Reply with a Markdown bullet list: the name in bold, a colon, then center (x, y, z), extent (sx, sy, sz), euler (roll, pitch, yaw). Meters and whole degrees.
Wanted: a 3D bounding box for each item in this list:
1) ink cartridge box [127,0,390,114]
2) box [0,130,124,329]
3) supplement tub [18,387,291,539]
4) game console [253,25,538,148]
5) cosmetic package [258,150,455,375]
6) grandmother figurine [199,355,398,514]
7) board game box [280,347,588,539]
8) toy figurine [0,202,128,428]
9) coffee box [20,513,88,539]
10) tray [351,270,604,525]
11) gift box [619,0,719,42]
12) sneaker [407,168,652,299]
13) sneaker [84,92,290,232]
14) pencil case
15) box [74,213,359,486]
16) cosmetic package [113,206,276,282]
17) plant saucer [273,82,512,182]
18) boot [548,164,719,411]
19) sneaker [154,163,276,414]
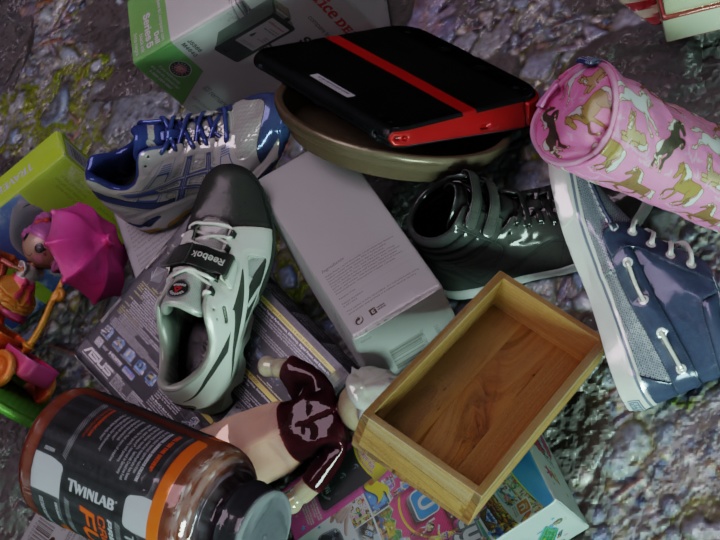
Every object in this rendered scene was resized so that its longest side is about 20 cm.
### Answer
- **ink cartridge box**: center (-0.090, -0.226, 1.475), extent (0.199, 0.145, 0.085), euler (-26, 52, 22)
- **box**: center (-0.320, -0.029, 1.541), extent (0.199, 0.122, 0.048), euler (-37, 41, 12)
- **supplement tub**: center (-0.150, 0.163, 1.191), extent (0.199, 0.107, 0.108), euler (17, 75, 30)
- **game console**: center (0.033, -0.153, 1.344), extent (0.200, 0.176, 0.031), euler (34, 130, 43)
- **cosmetic package**: center (0.000, 0.000, 1.298), extent (0.084, 0.108, 0.201), euler (-30, 50, -3)
- **grandmother figurine**: center (-0.051, 0.121, 1.232), extent (0.199, 0.060, 0.122), euler (-22, 82, 24)
- **board game box**: center (0.050, 0.176, 1.200), extent (0.199, 0.064, 0.148), euler (-36, 49, 12)
- **toy figurine**: center (-0.295, 0.018, 1.470), extent (0.200, 0.150, 0.185), euler (37, 92, 40)
- **coffee box**: center (-0.170, 0.257, 1.278), extent (0.199, 0.114, 0.080), euler (24, 80, 40)
- **tray**: center (0.088, 0.085, 1.143), extent (0.098, 0.037, 0.200), euler (33, 44, 14)
- **gift box**: center (0.273, -0.296, 1.222), extent (0.198, 0.187, 0.186), euler (-9, 60, 14)
- **sneaker**: center (0.125, -0.043, 1.247), extent (0.199, 0.099, 0.071), euler (-21, 52, 23)
- **sneaker**: center (-0.149, -0.099, 1.376), extent (0.199, 0.088, 0.076), euler (-29, 49, 26)
- **pencil case**: center (0.214, -0.085, 1.142), extent (0.082, 0.199, 0.087), euler (-18, 62, 48)
- **box**: center (-0.118, 0.078, 1.328), extent (0.200, 0.049, 0.161), euler (43, 100, 18)
- **cosmetic package**: center (-0.152, -0.024, 1.453), extent (0.101, 0.071, 0.201), euler (-36, 50, 13)
- **plant saucer**: center (0.025, -0.119, 1.326), extent (0.200, 0.199, 0.030), euler (36, 125, 42)
- **boot**: center (0.206, -0.006, 1.167), extent (0.090, 0.073, 0.202), euler (-21, 80, 17)
- **sneaker**: center (-0.119, 0.010, 1.268), extent (0.073, 0.088, 0.202), euler (3, 82, 20)
